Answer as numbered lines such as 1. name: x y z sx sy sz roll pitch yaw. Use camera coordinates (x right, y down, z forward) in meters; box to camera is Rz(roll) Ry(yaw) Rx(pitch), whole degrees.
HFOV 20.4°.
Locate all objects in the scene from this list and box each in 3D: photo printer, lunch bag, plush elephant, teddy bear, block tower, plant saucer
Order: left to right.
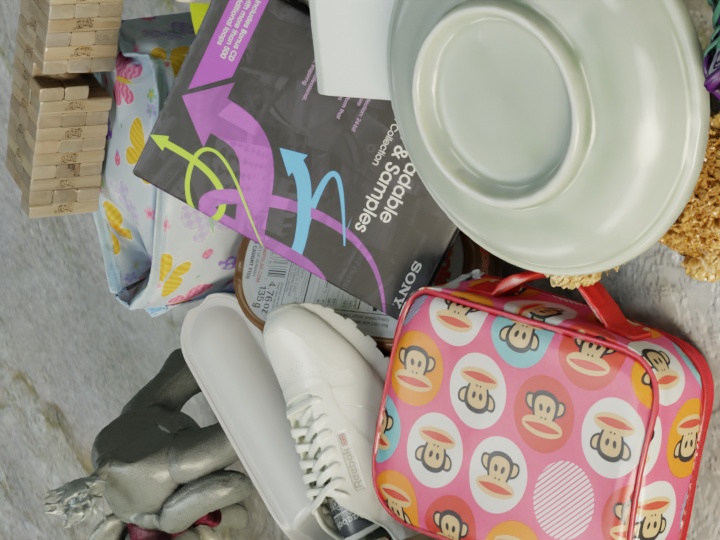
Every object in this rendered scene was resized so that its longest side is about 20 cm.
1. block tower: -0.198 -0.135 1.337 0.058 0.054 0.201 49 137 46
2. plush elephant: -0.149 0.192 1.622 0.164 0.200 0.156 26 142 45
3. lunch bag: -0.100 -0.077 1.402 0.127 0.169 0.201 33 128 51
4. photo printer: -0.045 0.110 1.410 0.201 0.069 0.166 57 -172 30
5. plant saucer: 0.081 -0.088 1.023 0.199 0.050 0.202 18 118 36
6. lunch bag: 0.103 0.082 1.162 0.199 0.082 0.178 20 107 39
7. teddy bear: 0.132 -0.067 1.088 0.145 0.067 0.200 -47 45 12

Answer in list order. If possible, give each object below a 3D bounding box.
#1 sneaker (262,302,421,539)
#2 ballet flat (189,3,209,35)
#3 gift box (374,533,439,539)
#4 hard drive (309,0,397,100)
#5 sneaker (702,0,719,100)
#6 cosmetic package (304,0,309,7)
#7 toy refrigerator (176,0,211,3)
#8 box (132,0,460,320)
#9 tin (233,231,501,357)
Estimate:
1. sneaker: -0.007 0.113 1.264 0.201 0.080 0.076 56 146 0
2. ballet flat: -0.049 -0.111 1.283 0.067 0.066 0.201 -33 77 62
3. gift box: 0.091 0.269 1.199 0.184 0.186 0.202 23 120 55
4. hard drive: 0.025 -0.192 1.083 0.131 0.026 0.201 8 112 34
5. sneaker: 0.193 -0.131 0.964 0.074 0.087 0.201 -45 63 56
6. cosmetic package: 0.014 -0.243 1.160 0.104 0.073 0.201 -120 31 -57
7. toy refrigerator: -0.080 -0.234 1.313 0.200 0.075 0.070 -96 8 -64
8. box: -0.023 -0.076 1.223 0.199 0.036 0.144 28 107 3
9. tin: 0.000 0.000 1.308 0.199 0.042 0.113 5 80 37
